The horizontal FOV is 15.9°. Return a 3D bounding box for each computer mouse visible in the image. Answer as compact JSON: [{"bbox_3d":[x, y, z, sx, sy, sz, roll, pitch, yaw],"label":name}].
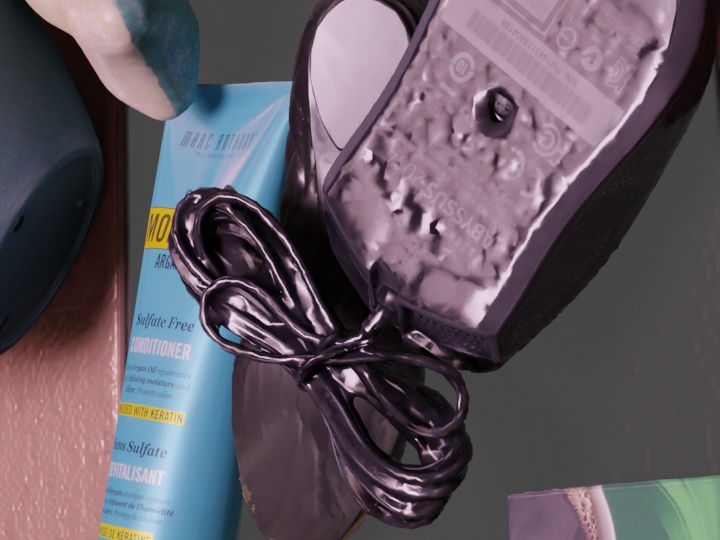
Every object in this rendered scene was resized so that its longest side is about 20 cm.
[{"bbox_3d":[0.039,-0.034,0.781,0.139,0.053,0.200,48,112,27],"label":"computer mouse"}]

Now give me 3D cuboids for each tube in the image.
[{"bbox_3d":[-0.059,0.031,0.925,0.077,0.050,0.201,5,86,44],"label":"tube"}]

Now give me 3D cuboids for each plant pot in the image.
[{"bbox_3d":[-0.179,-0.037,0.986,0.135,0.200,0.201,28,112,12],"label":"plant pot"}]

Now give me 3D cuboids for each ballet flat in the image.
[{"bbox_3d":[0.000,0.000,0.859,0.066,0.057,0.201,14,103,16],"label":"ballet flat"}]

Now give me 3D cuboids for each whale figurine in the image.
[{"bbox_3d":[-0.099,-0.153,0.938,0.104,0.159,0.200,-30,62,-2],"label":"whale figurine"}]

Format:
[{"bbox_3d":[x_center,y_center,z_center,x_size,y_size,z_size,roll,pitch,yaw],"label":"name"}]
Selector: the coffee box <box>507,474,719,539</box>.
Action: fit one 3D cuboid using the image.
[{"bbox_3d":[0.121,0.112,0.690,0.200,0.044,0.123,-9,79,50],"label":"coffee box"}]
